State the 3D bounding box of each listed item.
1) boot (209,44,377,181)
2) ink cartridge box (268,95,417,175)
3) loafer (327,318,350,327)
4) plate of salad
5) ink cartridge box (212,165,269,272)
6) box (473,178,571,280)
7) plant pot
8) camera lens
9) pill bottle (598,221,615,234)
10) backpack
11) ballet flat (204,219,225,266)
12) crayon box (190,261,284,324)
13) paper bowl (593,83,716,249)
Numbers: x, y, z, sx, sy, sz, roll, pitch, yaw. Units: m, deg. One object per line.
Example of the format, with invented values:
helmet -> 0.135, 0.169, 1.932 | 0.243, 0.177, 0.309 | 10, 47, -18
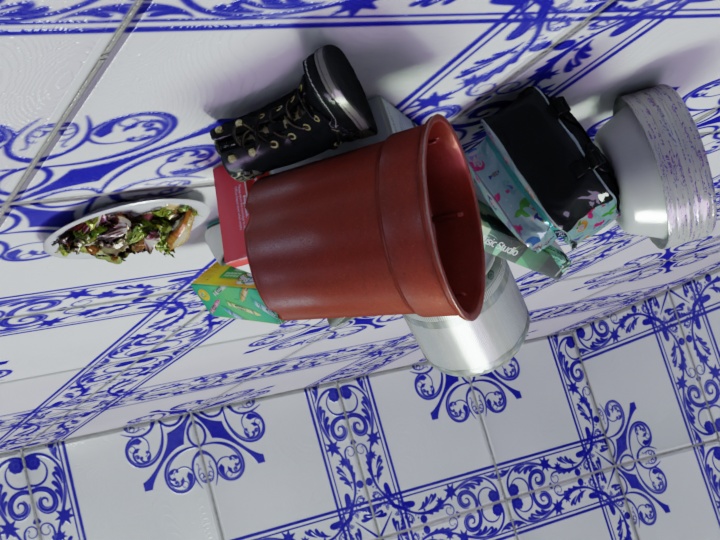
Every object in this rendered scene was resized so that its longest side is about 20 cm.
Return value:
boot -> -0.069, -0.139, 1.107 | 0.154, 0.074, 0.204 | -20, 173, 6
ink cartridge box -> 0.001, -0.113, 1.326 | 0.146, 0.083, 0.200 | -20, 167, 16
loafer -> 0.000, 0.000, 1.504 | 0.075, 0.070, 0.200 | -26, 166, -46
plate of salad -> -0.274, -0.039, 1.394 | 0.200, 0.048, 0.200 | -15, 169, -3
ink cartridge box -> -0.104, -0.058, 1.333 | 0.067, 0.116, 0.200 | -16, 162, 22
box -> 0.161, -0.068, 1.485 | 0.200, 0.144, 0.036 | 18, 117, -36
plant pot -> 0.003, -0.036, 1.156 | 0.195, 0.201, 0.201 | -9, 172, 19
camera lens -> 0.133, 0.034, 1.600 | 0.160, 0.160, 0.200 | -19, 131, 12
pill bottle -> 0.299, -0.110, 1.638 | 0.112, 0.112, 0.200 | -20, 161, 21
backpack -> 0.223, -0.110, 1.389 | 0.151, 0.178, 0.200 | -37, 166, 17
ballet flat -> -0.110, -0.057, 1.492 | 0.200, 0.070, 0.069 | -22, 167, 27
crayon box -> -0.124, 0.007, 1.530 | 0.119, 0.058, 0.200 | -42, -157, -25
paper bowl -> 0.361, -0.125, 1.475 | 0.104, 0.201, 0.201 | -17, 169, 3
